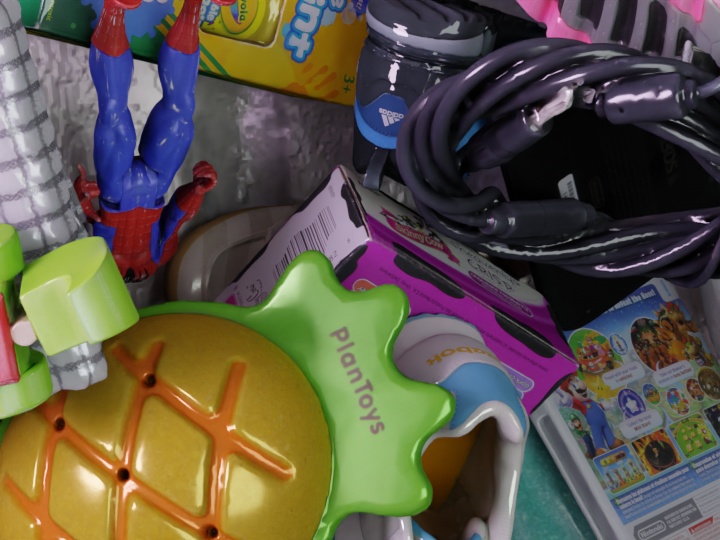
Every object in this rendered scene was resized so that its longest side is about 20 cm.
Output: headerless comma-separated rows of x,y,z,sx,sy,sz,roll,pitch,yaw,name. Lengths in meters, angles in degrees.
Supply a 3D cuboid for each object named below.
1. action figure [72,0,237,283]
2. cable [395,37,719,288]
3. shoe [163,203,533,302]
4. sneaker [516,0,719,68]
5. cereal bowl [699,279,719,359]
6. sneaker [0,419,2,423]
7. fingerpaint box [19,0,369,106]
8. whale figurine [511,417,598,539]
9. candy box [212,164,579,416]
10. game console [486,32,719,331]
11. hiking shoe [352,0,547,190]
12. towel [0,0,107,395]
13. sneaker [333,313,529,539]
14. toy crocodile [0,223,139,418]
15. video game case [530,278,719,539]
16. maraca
-0.097,-0.044,0.909,0.065,0.052,0.200,-9,140,-24,action figure
0.104,-0.033,0.901,0.200,0.163,0.051,58,28,-63,cable
0.000,0.000,1.013,0.199,0.053,0.070,-2,84,-35,shoe
0.087,-0.151,0.902,0.095,0.200,0.079,-43,161,-46,sneaker
0.240,-0.008,1.089,0.083,0.200,0.201,3,97,-31,cereal bowl
-0.164,0.012,0.907,0.083,0.072,0.201,-24,111,-24,sneaker
-0.062,-0.187,0.933,0.166,0.073,0.201,11,93,-35,fingerpaint box
0.111,0.131,1.087,0.159,0.104,0.200,-45,119,-17,whale figurine
-0.019,0.066,0.965,0.136,0.061,0.200,32,111,-33,candy box
0.120,-0.099,1.026,0.176,0.116,0.200,-35,143,-9,game console
0.040,-0.083,0.991,0.200,0.074,0.087,-5,115,-67,hiking shoe
-0.206,-0.023,0.829,0.199,0.086,0.166,-14,108,4,towel
0.017,0.123,0.911,0.076,0.081,0.201,5,113,-21,sneaker
-0.178,0.027,0.768,0.199,0.062,0.068,-8,107,2,toy crocodile
0.158,0.099,1.077,0.143,0.018,0.200,-16,73,-45,video game case
-0.060,0.074,0.857,0.200,0.107,0.137,-26,82,10,maraca
